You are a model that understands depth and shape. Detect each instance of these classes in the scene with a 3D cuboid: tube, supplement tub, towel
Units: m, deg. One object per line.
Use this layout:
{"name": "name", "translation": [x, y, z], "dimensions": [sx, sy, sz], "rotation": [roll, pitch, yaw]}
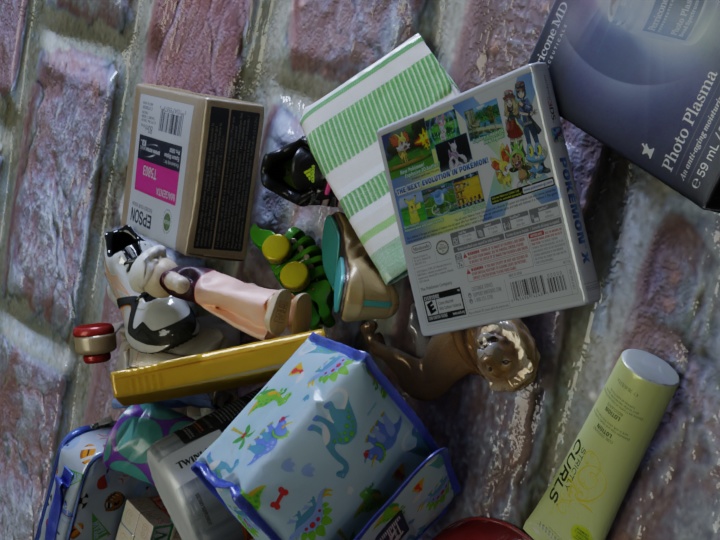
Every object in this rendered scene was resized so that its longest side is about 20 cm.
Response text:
{"name": "tube", "translation": [0.196, 0.160, 1.040], "dimensions": [0.058, 0.051, 0.202], "rotation": [-87, 16, -63]}
{"name": "supplement tub", "translation": [-0.091, 0.177, 1.208], "dimensions": [0.123, 0.198, 0.123], "rotation": [53, 160, 29]}
{"name": "towel", "translation": [0.042, -0.105, 1.162], "dimensions": [0.151, 0.023, 0.201], "rotation": [-32, 64, 3]}

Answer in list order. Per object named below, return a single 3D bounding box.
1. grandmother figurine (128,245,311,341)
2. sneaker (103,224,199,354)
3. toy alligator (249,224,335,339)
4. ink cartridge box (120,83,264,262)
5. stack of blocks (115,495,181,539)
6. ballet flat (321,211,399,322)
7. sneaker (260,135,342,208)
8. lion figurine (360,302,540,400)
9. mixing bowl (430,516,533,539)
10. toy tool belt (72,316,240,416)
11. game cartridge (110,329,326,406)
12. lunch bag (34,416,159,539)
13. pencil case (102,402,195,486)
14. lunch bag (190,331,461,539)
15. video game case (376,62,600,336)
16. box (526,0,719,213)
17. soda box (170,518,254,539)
{"name": "grandmother figurine", "translation": [-0.150, 0.020, 1.250], "dimensions": [0.198, 0.121, 0.061], "rotation": [15, 82, 32]}
{"name": "sneaker", "translation": [-0.232, 0.019, 1.352], "dimensions": [0.200, 0.073, 0.081], "rotation": [39, 145, 51]}
{"name": "toy alligator", "translation": [-0.046, 0.016, 1.283], "dimensions": [0.054, 0.059, 0.201], "rotation": [-33, 59, -5]}
{"name": "ink cartridge box", "translation": [-0.186, -0.110, 1.380], "dimensions": [0.199, 0.074, 0.167], "rotation": [19, 103, 57]}
{"name": "stack of blocks", "translation": [-0.250, 0.357, 1.442], "dimensions": [0.058, 0.114, 0.202], "rotation": [32, 112, 40]}
{"name": "ballet flat", "translation": [0.000, 0.000, 1.206], "dimensions": [0.200, 0.062, 0.070], "rotation": [-103, 21, -66]}
{"name": "sneaker", "translation": [-0.022, -0.091, 1.229], "dimensions": [0.198, 0.087, 0.075], "rotation": [6, 94, 43]}
{"name": "lion figurine", "translation": [0.081, 0.073, 1.151], "dimensions": [0.200, 0.072, 0.124], "rotation": [-40, 69, 53]}
{"name": "mixing bowl", "translation": [0.082, 0.325, 1.111], "dimensions": [0.199, 0.107, 0.203], "rotation": [1, 91, 46]}
{"name": "toy tool belt", "translation": [-0.221, 0.119, 1.394], "dimensions": [0.197, 0.125, 0.125], "rotation": [-2, 95, 17]}
{"name": "game cartridge", "translation": [-0.136, 0.096, 1.224], "dimensions": [0.176, 0.197, 0.033], "rotation": [133, 128, -78]}
{"name": "lunch bag", "translation": [-0.290, 0.263, 1.450], "dimensions": [0.075, 0.159, 0.203], "rotation": [31, 112, 40]}
{"name": "pencil case", "translation": [-0.162, 0.204, 1.314], "dimensions": [0.198, 0.086, 0.093], "rotation": [22, 147, 10]}
{"name": "lunch bag", "translation": [-0.017, 0.188, 1.112], "dimensions": [0.170, 0.201, 0.127], "rotation": [-45, 28, -16]}
{"name": "video game case", "translation": [0.097, -0.050, 1.025], "dimensions": [0.199, 0.022, 0.185], "rotation": [-15, 87, 53]}
{"name": "box", "translation": [0.249, -0.175, 0.933], "dimensions": [0.198, 0.122, 0.202], "rotation": [40, 117, 39]}
{"name": "soda box", "translation": [-0.118, 0.296, 1.345], "dimensions": [0.200, 0.063, 0.069], "rotation": [42, 119, 38]}
